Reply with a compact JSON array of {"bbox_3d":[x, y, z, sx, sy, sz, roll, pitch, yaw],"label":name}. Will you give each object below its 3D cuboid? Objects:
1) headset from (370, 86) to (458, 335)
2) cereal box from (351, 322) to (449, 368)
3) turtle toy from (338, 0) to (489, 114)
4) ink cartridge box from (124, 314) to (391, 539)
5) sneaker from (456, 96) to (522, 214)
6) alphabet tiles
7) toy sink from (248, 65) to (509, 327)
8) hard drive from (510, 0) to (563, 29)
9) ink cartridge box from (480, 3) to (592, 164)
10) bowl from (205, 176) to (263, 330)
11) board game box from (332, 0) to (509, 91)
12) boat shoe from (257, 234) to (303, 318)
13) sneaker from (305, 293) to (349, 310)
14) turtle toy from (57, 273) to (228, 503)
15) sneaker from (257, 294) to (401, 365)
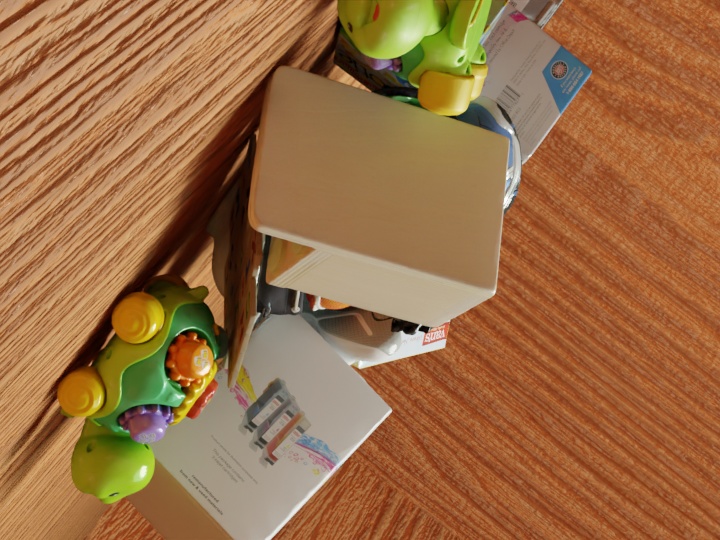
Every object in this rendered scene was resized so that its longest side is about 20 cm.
[{"bbox_3d":[0.033,-0.049,1.432,0.094,0.123,0.201,-169,-102,-76],"label":"headset"},{"bbox_3d":[0.047,-0.010,1.747,0.144,0.039,0.201,-9,116,-50],"label":"cereal box"},{"bbox_3d":[0.046,-0.193,1.270,0.200,0.101,0.146,-49,154,-72],"label":"turtle toy"},{"bbox_3d":[-0.101,0.158,1.607,0.200,0.145,0.145,-43,179,-27],"label":"ink cartridge box"},{"bbox_3d":[0.080,-0.053,1.518,0.077,0.076,0.200,-13,123,-56],"label":"sneaker"},{"bbox_3d":[-0.097,-0.007,1.432,0.200,0.006,0.167,112,-21,-59],"label":"alphabet tiles"},{"bbox_3d":[-0.003,-0.051,1.328,0.112,0.200,0.131,-33,-134,59],"label":"toy sink"},{"bbox_3d":[0.102,-0.249,1.721,0.200,0.140,0.038,-52,180,-19],"label":"hard drive"},{"bbox_3d":[0.100,-0.198,1.649,0.115,0.200,0.068,-53,-176,-21],"label":"ink cartridge box"},{"bbox_3d":[-0.077,-0.049,1.605,0.201,0.090,0.201,-53,180,0],"label":"bowl"},{"bbox_3d":[0.050,-0.207,1.494,0.103,0.105,0.200,-54,179,-6],"label":"board game box"},{"bbox_3d":[-0.060,-0.047,1.446,0.074,0.060,0.200,-101,-160,-59],"label":"boat shoe"},{"bbox_3d":[0.000,0.000,1.585,0.077,0.073,0.200,-8,-169,8],"label":"sneaker"},{"bbox_3d":[-0.177,0.095,1.428,0.200,0.101,0.146,-53,180,11],"label":"turtle toy"},{"bbox_3d":[-0.025,0.065,1.663,0.070,0.080,0.200,-29,-156,-31],"label":"sneaker"}]
